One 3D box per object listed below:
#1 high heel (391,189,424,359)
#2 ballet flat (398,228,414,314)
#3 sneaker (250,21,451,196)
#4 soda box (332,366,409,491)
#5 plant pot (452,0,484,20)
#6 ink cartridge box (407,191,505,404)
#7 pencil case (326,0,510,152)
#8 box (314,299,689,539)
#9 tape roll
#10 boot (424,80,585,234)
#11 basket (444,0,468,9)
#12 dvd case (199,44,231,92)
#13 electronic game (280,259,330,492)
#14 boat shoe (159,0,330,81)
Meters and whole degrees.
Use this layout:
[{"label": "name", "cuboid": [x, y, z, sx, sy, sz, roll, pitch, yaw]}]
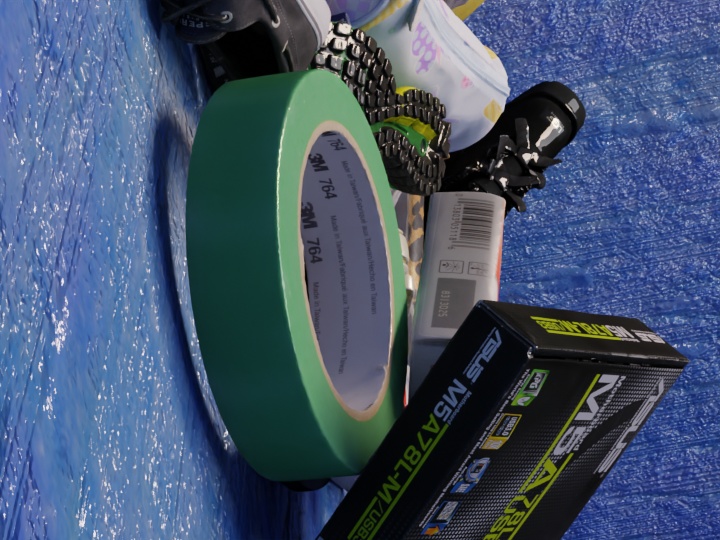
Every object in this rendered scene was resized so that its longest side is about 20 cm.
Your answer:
[{"label": "high heel", "cuboid": [0.021, -0.018, 1.531, 0.200, 0.071, 0.143, 80, 20, -57]}, {"label": "ballet flat", "cuboid": [0.000, 0.000, 1.375, 0.200, 0.074, 0.074, 86, -3, -63]}, {"label": "sneaker", "cuboid": [-0.021, -0.088, 1.282, 0.200, 0.085, 0.078, 35, 61, -61]}, {"label": "soda box", "cuboid": [0.003, 0.093, 1.385, 0.200, 0.063, 0.068, 55, 26, -75]}, {"label": "plant pot", "cuboid": [0.040, -0.291, 2.048, 0.200, 0.142, 0.200, -11, 90, -84]}, {"label": "ink cartridge box", "cuboid": [0.051, 0.080, 1.241, 0.162, 0.050, 0.200, -79, 170, -58]}, {"label": "pencil case", "cuboid": [0.024, -0.144, 1.364, 0.200, 0.091, 0.083, 42, 38, -60]}, {"label": "box", "cuboid": [0.063, 0.110, 1.123, 0.048, 0.200, 0.193, 41, 16, 28]}, {"label": "tape roll", "cuboid": [-0.027, 0.003, 1.081, 0.200, 0.048, 0.201, -6, 90, -74]}, {"label": "boot", "cuboid": [0.081, -0.059, 1.709, 0.073, 0.198, 0.162, 47, 48, -6]}, {"label": "basket", "cuboid": [0.015, -0.249, 1.481, 0.136, 0.123, 0.200, 64, -16, 8]}, {"label": "dvd case", "cuboid": [-0.065, -0.109, 1.309, 0.200, 0.022, 0.146, 72, 9, -45]}, {"label": "electronic game", "cuboid": [-0.041, 0.021, 1.196, 0.200, 0.042, 0.200, -10, 90, -76]}, {"label": "boat shoe", "cuboid": [-0.073, -0.141, 1.101, 0.200, 0.070, 0.066, 52, 54, -64]}]
